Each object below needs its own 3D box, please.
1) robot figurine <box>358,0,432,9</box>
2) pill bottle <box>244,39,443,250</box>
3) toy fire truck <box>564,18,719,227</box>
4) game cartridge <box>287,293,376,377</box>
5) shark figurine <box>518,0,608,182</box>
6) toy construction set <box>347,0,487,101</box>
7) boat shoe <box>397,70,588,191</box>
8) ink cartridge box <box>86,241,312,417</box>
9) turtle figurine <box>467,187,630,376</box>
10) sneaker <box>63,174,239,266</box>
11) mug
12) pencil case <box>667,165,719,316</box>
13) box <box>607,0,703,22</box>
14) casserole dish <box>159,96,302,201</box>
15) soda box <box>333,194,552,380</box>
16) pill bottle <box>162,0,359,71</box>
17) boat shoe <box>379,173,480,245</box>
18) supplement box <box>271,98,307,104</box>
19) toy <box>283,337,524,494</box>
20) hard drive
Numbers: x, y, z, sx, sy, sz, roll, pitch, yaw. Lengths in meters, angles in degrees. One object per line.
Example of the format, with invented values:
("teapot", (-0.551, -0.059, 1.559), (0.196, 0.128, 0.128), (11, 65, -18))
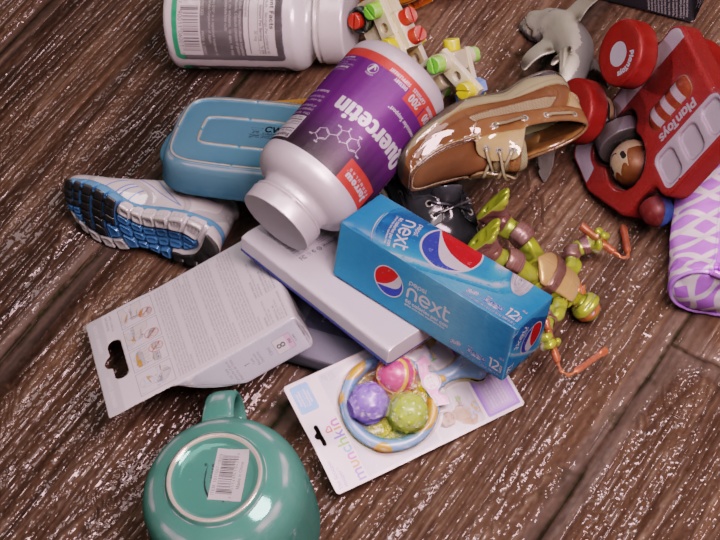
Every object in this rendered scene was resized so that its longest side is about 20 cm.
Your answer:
("robot figurine", (0.084, -0.357, 1.726), (0.200, 0.058, 0.145), (-22, 53, 26))
("pill bottle", (-0.018, -0.117, 1.482), (0.112, 0.112, 0.200), (31, 71, 26))
("toy fire truck", (0.284, -0.136, 1.511), (0.112, 0.200, 0.168), (9, 47, -30))
("game cartridge", (0.009, 0.018, 1.547), (0.133, 0.041, 0.200), (14, 61, 22))
("shark figurine", (0.225, -0.204, 1.630), (0.128, 0.089, 0.215), (-26, 40, 34))
("toy construction set", (0.062, -0.255, 1.645), (0.092, 0.131, 0.200), (-4, 78, -40))
("boat shoe", (0.131, -0.125, 1.482), (0.200, 0.076, 0.074), (-27, 60, -18))
("ink cartridge box", (-0.159, 0.062, 1.517), (0.200, 0.057, 0.163), (-32, 36, 3))
("turtle figurine", (0.179, -0.004, 1.487), (0.161, 0.064, 0.200), (40, 54, -15))
("sneaker", (-0.216, -0.066, 1.631), (0.200, 0.075, 0.087), (18, 46, 19))
("mug", (-0.128, 0.200, 1.406), (0.152, 0.114, 0.185), (-37, 59, -14))
("pencil case", (0.344, -0.052, 1.501), (0.084, 0.086, 0.200), (9, 58, 4))
("box", (0.292, -0.370, 1.702), (0.200, 0.106, 0.122), (20, 64, 21))
("casserole dish", (-0.114, -0.128, 1.578), (0.200, 0.039, 0.121), (8, 54, 16))
("soda box", (0.073, 0.013, 1.427), (0.200, 0.068, 0.064), (32, 46, 23))
("pill bottle", (-0.107, -0.277, 1.711), (0.200, 0.113, 0.113), (3, 58, 12))
("boat shoe", (0.075, -0.065, 1.518), (0.074, 0.066, 0.199), (-3, 43, -25))
("supplement box", (-0.064, -0.140, 1.643), (0.200, 0.067, 0.069), (-5, 57, 7))
("toy", (0.043, 0.112, 1.449), (0.200, 0.047, 0.115), (-23, 71, -17))
("hard drive", (0.000, 0.000, 1.500), (0.200, 0.025, 0.132), (37, 49, 28))
